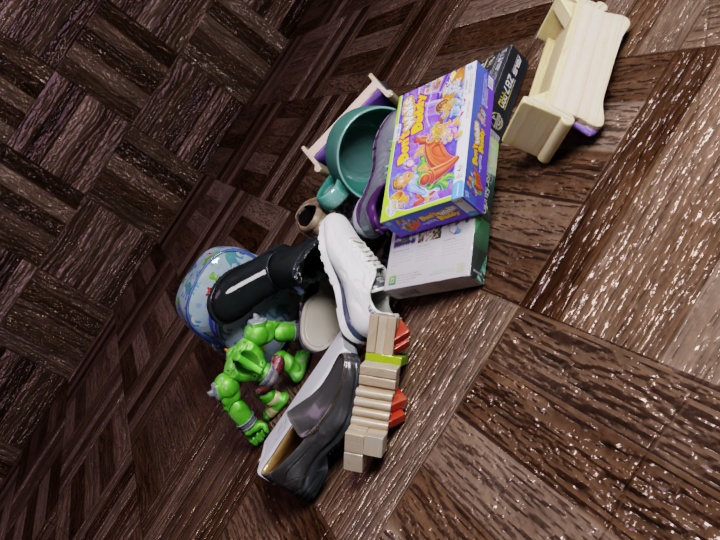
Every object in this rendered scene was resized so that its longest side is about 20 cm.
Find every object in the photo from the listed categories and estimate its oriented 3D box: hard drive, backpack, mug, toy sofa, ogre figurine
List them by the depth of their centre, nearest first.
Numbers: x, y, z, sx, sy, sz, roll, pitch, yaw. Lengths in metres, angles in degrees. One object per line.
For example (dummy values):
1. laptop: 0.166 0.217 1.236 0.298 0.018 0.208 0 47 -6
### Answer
1. toy sofa: 0.254 -0.236 0.855 0.083 0.096 0.202 109 -177 -65
2. hard drive: -0.073 0.183 0.963 0.201 0.026 0.132 -55 6 2
3. ogre figurine: -0.154 0.154 1.081 0.201 0.119 0.098 -53 24 6
4. mug: 0.002 -0.193 1.152 0.114 0.182 0.155 -144 44 -68
5. backpack: -0.205 0.059 1.196 0.185 0.199 0.147 -58 24 -8
6. toy sofa: -0.004 -0.251 1.279 0.200 0.083 0.098 -44 68 13

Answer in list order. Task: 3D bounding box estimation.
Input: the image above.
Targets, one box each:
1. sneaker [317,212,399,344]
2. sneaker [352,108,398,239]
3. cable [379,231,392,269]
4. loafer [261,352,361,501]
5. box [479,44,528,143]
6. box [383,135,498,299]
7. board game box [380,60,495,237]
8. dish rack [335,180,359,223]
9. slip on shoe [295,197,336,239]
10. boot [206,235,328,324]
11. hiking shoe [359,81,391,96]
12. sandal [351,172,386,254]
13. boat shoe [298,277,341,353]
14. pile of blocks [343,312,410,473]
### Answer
1. sneaker: 0.000 0.000 0.983 0.080 0.076 0.203 -36 63 38
2. sneaker: 0.053 -0.142 1.005 0.087 0.073 0.203 -171 98 -71
3. cable: 0.091 -0.072 0.986 0.199 0.051 0.165 -13 48 56
4. loafer: -0.058 0.190 0.860 0.203 0.071 0.073 -67 17 8
5. box: 0.160 -0.227 1.052 0.160 0.049 0.202 -15 47 54
6. box: 0.105 -0.069 0.903 0.143 0.036 0.203 -12 61 44
7. board game box: 0.101 -0.155 0.896 0.133 0.044 0.203 -15 57 42
8. dish rack: -0.038 -0.081 1.240 0.153 0.054 0.202 -35 33 42
9. slip on shoe: -0.084 -0.092 1.203 0.077 0.060 0.200 -54 26 7
10. boot: -0.126 0.010 1.058 0.198 0.074 0.161 -39 21 -34
11. hiking shoe: 0.021 -0.277 1.368 0.100 0.075 0.202 29 92 54
12. sandal: 0.035 -0.094 1.100 0.203 0.075 0.043 -65 22 5
13. boat shoe: -0.063 0.062 1.096 0.063 0.072 0.202 -46 20 38
14. pile of blocks: 0.032 0.146 0.836 0.061 0.082 0.203 7 67 15
